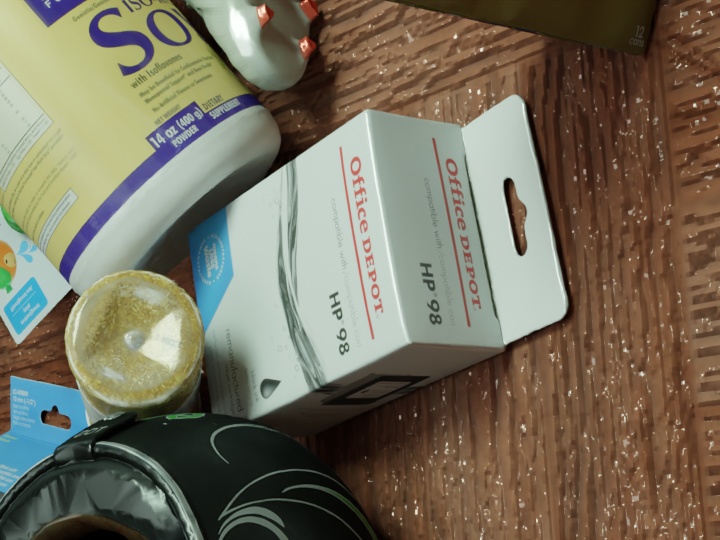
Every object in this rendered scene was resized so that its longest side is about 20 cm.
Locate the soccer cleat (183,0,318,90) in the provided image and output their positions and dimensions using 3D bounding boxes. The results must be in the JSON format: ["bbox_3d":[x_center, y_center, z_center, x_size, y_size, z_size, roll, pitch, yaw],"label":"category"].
[{"bbox_3d":[-0.078,-0.166,0.806,0.077,0.069,0.202,-35,51,22],"label":"soccer cleat"}]

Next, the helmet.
[{"bbox_3d":[-0.073,0.170,0.675,0.198,0.190,0.203,-9,72,29],"label":"helmet"}]

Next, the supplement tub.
[{"bbox_3d":[-0.155,-0.098,0.781,0.200,0.145,0.145,48,128,3],"label":"supplement tub"}]

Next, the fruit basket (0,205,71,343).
[{"bbox_3d":[-0.216,-0.088,0.906,0.185,0.093,0.201,-41,67,23],"label":"fruit basket"}]

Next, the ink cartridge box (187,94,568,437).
[{"bbox_3d":[0.000,0.000,0.698,0.199,0.066,0.117,-30,64,45],"label":"ink cartridge box"}]

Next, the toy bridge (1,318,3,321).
[{"bbox_3d":[-0.212,-0.023,0.989,0.200,0.027,0.068,-46,55,37],"label":"toy bridge"}]

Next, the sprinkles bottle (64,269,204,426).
[{"bbox_3d":[-0.118,0.059,0.763,0.200,0.067,0.069,114,150,-73],"label":"sprinkles bottle"}]

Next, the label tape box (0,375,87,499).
[{"bbox_3d":[-0.238,0.179,0.972,0.142,0.066,0.203,4,91,50],"label":"label tape box"}]

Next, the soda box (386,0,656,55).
[{"bbox_3d":[0.034,-0.135,0.567,0.067,0.198,0.065,23,104,48],"label":"soda box"}]
